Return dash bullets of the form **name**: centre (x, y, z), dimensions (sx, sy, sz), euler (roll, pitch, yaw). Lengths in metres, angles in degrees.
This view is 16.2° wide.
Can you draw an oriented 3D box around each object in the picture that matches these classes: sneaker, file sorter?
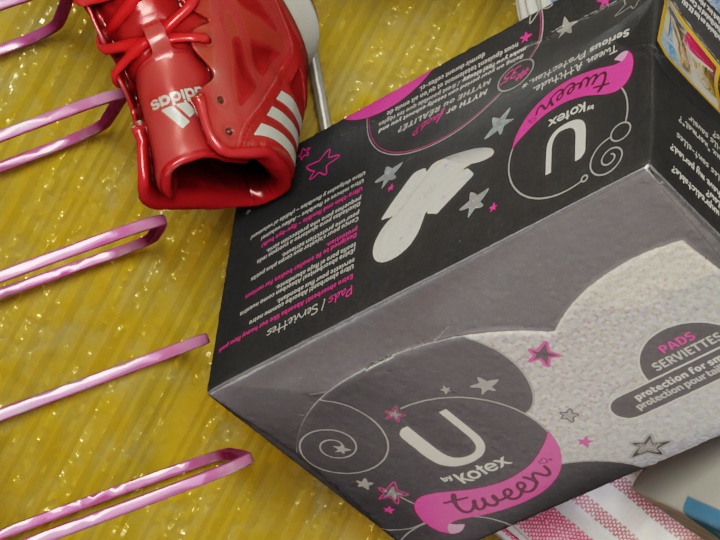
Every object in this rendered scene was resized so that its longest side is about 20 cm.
- **sneaker**: centre (-0.071, -0.099, 0.889), dimensions (0.078, 0.116, 0.200), euler (-27, 133, 21)
- **file sorter**: centre (-0.133, 0.004, 0.961), dimensions (0.125, 0.139, 0.200), euler (-20, 90, -10)

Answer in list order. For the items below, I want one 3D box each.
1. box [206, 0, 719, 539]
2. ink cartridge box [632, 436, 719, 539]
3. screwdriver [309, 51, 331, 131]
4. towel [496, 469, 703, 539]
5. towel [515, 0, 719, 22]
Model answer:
- **box**: centre (0.063, 0.003, 0.917), dimensions (0.200, 0.115, 0.132), euler (-27, 128, 33)
- **ink cartridge box**: centre (0.238, 0.086, 0.951), dimensions (0.200, 0.147, 0.146), euler (35, 86, -10)
- **screwdriver**: centre (0.000, 0.000, 1.024), dimensions (0.029, 0.028, 0.200), euler (-7, 89, 27)
- **towel**: centre (0.138, 0.044, 1.025), dimensions (0.146, 0.030, 0.200), euler (36, 87, -1)
- **towel**: centre (0.139, -0.135, 0.975), dimensions (0.200, 0.024, 0.147), euler (-26, 117, -24)
